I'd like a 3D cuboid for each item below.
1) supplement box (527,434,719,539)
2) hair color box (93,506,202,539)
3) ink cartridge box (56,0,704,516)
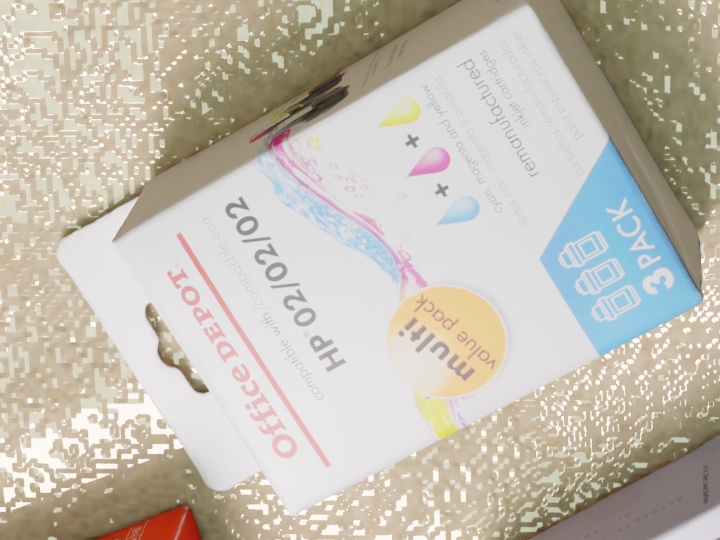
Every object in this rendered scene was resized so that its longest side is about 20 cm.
[{"bbox_3d":[0.135,0.171,0.869,0.109,0.061,0.200,-30,103,16],"label":"supplement box"},{"bbox_3d":[-0.136,0.171,0.899,0.199,0.061,0.102,-20,106,12],"label":"hair color box"},{"bbox_3d":[0.000,0.000,0.820,0.200,0.068,0.115,-29,104,15],"label":"ink cartridge box"}]
